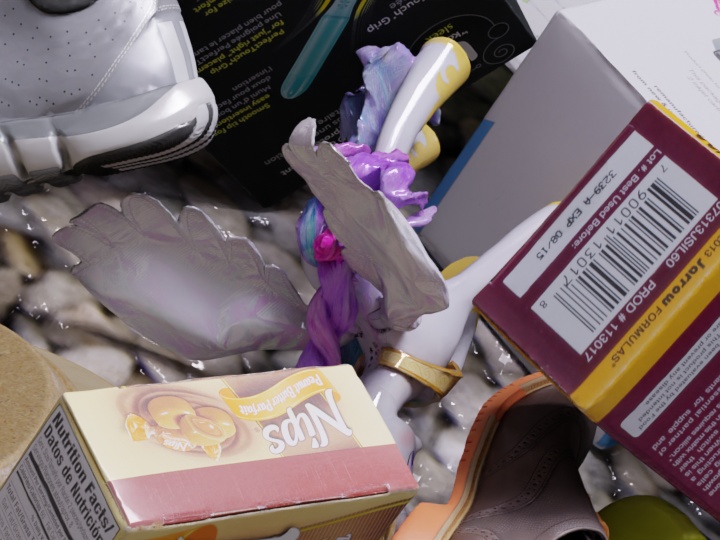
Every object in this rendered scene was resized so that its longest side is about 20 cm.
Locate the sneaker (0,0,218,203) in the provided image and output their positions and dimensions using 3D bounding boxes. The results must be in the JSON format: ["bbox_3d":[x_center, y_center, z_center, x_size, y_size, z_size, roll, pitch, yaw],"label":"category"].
[{"bbox_3d":[-0.161,-0.081,1.078,0.200,0.075,0.116,-13,87,1],"label":"sneaker"}]

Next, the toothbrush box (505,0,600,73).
[{"bbox_3d":[0.135,-0.155,1.354,0.086,0.146,0.200,49,14,17],"label":"toothbrush box"}]

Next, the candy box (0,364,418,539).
[{"bbox_3d":[-0.081,0.115,0.909,0.115,0.200,0.055,-5,53,-41],"label":"candy box"}]

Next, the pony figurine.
[{"bbox_3d":[0.000,0.000,1.141,0.193,0.166,0.200,52,47,-26],"label":"pony figurine"}]

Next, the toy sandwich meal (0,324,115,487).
[{"bbox_3d":[-0.182,0.071,0.960,0.205,0.070,0.205,1,26,-1],"label":"toy sandwich meal"}]

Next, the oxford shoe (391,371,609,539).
[{"bbox_3d":[0.068,0.105,1.116,0.073,0.071,0.200,12,32,18],"label":"oxford shoe"}]

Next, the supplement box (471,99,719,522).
[{"bbox_3d":[0.153,0.036,1.127,0.200,0.110,0.086,38,6,-44],"label":"supplement box"}]

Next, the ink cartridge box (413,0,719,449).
[{"bbox_3d":[0.161,-0.037,1.303,0.200,0.147,0.146,-17,60,-47],"label":"ink cartridge box"}]

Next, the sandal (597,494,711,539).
[{"bbox_3d":[0.168,0.178,1.138,0.087,0.079,0.200,11,45,-60],"label":"sandal"}]

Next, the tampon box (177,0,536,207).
[{"bbox_3d":[-0.042,-0.150,1.200,0.200,0.150,0.126,46,17,-55],"label":"tampon box"}]
